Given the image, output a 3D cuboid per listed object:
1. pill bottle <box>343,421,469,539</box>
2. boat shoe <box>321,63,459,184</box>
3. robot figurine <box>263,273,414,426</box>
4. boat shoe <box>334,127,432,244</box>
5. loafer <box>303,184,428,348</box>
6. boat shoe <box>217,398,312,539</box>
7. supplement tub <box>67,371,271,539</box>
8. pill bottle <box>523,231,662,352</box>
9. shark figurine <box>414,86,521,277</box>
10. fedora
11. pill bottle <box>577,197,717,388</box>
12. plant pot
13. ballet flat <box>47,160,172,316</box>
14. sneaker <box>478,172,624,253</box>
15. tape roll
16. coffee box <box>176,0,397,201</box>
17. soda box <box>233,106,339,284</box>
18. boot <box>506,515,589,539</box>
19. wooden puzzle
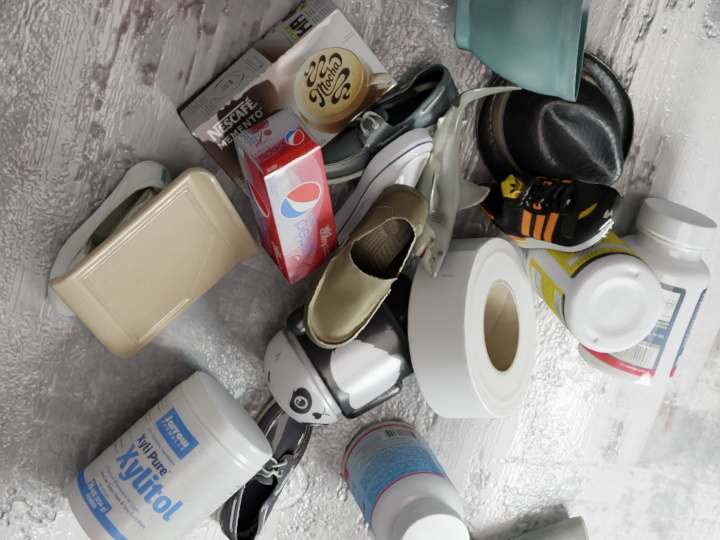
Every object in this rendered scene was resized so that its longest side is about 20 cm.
[{"bbox_3d":[0.054,0.264,1.813,0.108,0.200,0.109,-6,113,-14],"label":"pill bottle"},{"bbox_3d":[0.016,-0.160,1.686,0.199,0.073,0.062,-27,144,-12],"label":"boat shoe"},{"bbox_3d":[-0.011,0.090,1.760,0.199,0.125,0.151,-32,92,-2],"label":"robot figurine"},{"bbox_3d":[0.030,-0.070,1.697,0.073,0.065,0.200,-19,155,-41],"label":"boat shoe"},{"bbox_3d":[0.000,0.000,1.647,0.076,0.067,0.201,29,107,-4],"label":"loafer"},{"bbox_3d":[-0.103,0.234,1.829,0.072,0.063,0.201,22,104,-23],"label":"boat shoe"},{"bbox_3d":[-0.212,0.224,1.747,0.200,0.132,0.132,-43,117,4],"label":"supplement tub"},{"bbox_3d":[0.250,0.003,1.760,0.111,0.200,0.112,-5,113,-12],"label":"pill bottle"},{"bbox_3d":[0.107,-0.109,1.699,0.089,0.128,0.216,9,106,-17],"label":"shark figurine"},{"bbox_3d":[0.230,-0.149,1.750,0.199,0.092,0.202,-6,114,-14],"label":"fedora"},{"bbox_3d":[0.341,0.024,1.843,0.119,0.120,0.201,12,108,-21],"label":"pill bottle"},{"bbox_3d":[0.170,-0.284,1.638,0.133,0.200,0.201,8,112,10],"label":"plant pot"},{"bbox_3d":[-0.266,-0.028,1.669,0.069,0.069,0.200,33,100,-26],"label":"ballet flat"},{"bbox_3d":[0.197,-0.070,1.703,0.090,0.200,0.070,33,74,-23],"label":"sneaker"},{"bbox_3d":[0.127,0.063,1.752,0.070,0.203,0.203,-2,121,29],"label":"tape roll"},{"bbox_3d":[-0.078,-0.182,1.651,0.200,0.080,0.113,-39,121,2],"label":"coffee box"},{"bbox_3d":[-0.073,-0.073,1.620,0.070,0.063,0.200,-31,149,-13],"label":"soda box"},{"bbox_3d":[0.188,0.346,1.960,0.199,0.073,0.183,-12,129,-4],"label":"boot"},{"bbox_3d":[-0.216,-0.009,1.662,0.200,0.037,0.185,-38,149,-6],"label":"wooden puzzle"}]
